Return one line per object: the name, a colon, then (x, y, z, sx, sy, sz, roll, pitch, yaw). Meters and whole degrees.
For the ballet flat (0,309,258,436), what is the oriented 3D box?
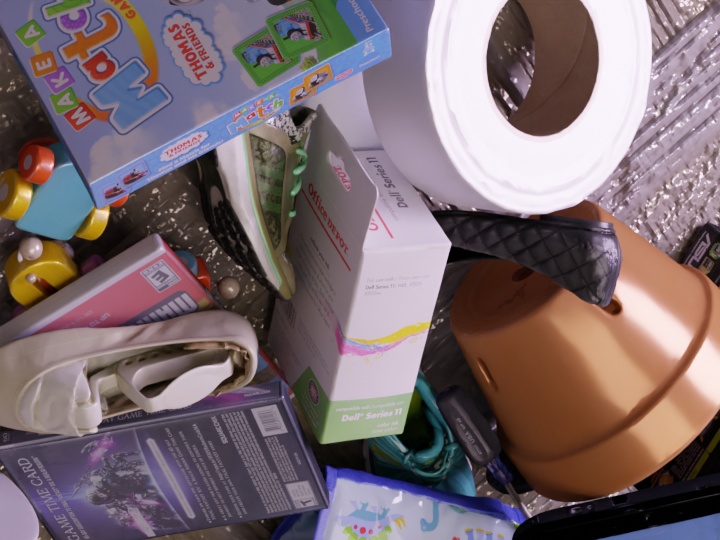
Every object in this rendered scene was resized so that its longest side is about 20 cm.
ballet flat: (-0.157, 0.069, 1.170, 0.198, 0.070, 0.070, -13, 123, -14)

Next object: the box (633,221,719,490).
box: (0.276, 0.093, 1.403, 0.047, 0.193, 0.201, 20, 107, -38)

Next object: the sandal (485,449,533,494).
sandal: (0.181, 0.107, 1.438, 0.200, 0.075, 0.045, -45, 127, -1)

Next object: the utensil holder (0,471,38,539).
utensil holder: (-0.320, 0.218, 1.187, 0.169, 0.170, 0.201, 21, 104, -34)

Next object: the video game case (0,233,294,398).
video game case: (-0.147, 0.068, 1.239, 0.142, 0.018, 0.200, -31, 140, 6)

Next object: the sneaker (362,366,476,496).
sneaker: (0.040, 0.131, 1.374, 0.077, 0.080, 0.201, -32, 129, -6)

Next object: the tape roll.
tape roll: (0.098, -0.140, 1.210, 0.201, 0.071, 0.205, -6, 100, -35)

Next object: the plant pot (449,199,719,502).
plant pot: (0.158, 0.044, 1.329, 0.200, 0.200, 0.140, -41, 112, 0)

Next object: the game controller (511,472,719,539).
game controller: (0.208, 0.194, 1.305, 0.198, 0.042, 0.105, -13, 125, 7)

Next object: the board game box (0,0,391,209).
board game box: (-0.104, -0.147, 1.099, 0.199, 0.152, 0.037, -29, 158, -9)

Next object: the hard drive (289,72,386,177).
hard drive: (-0.035, -0.127, 1.220, 0.198, 0.027, 0.133, 10, 113, -31)

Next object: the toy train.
toy train: (-0.161, -0.028, 1.185, 0.149, 0.056, 0.201, -16, 139, -11)

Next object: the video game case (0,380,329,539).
video game case: (-0.132, 0.137, 1.257, 0.198, 0.019, 0.143, -10, 141, 7)

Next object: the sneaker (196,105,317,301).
sneaker: (-0.057, -0.067, 1.186, 0.088, 0.077, 0.201, -29, 131, -18)

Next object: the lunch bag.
lunch bag: (0.015, 0.241, 1.381, 0.168, 0.128, 0.201, 14, 120, -18)

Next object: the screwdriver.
screwdriver: (0.118, 0.165, 1.341, 0.029, 0.028, 0.201, -40, 103, -9)

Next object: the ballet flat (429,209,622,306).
ballet flat: (0.088, -0.011, 1.252, 0.066, 0.199, 0.058, 7, 88, -47)

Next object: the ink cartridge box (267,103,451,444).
ink cartridge box: (0.000, 0.000, 1.230, 0.067, 0.117, 0.202, -4, 127, -23)
